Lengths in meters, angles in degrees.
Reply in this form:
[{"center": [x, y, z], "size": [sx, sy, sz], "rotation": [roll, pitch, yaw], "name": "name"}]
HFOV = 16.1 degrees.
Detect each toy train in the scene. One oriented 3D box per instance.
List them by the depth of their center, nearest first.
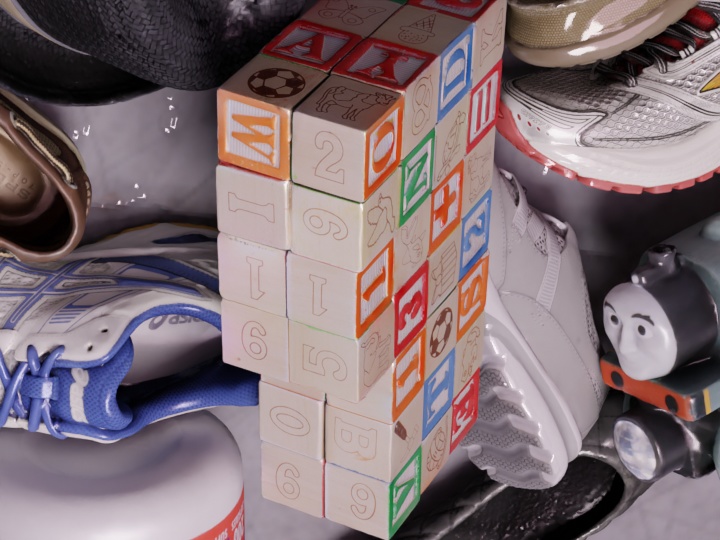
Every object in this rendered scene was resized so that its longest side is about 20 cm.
[{"center": [0.183, 0.013, 1.084], "size": [0.199, 0.085, 0.115], "rotation": [-26, 118, -27], "name": "toy train"}]

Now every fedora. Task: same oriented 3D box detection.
[{"center": [-0.069, -0.137, 0.902], "size": [0.200, 0.092, 0.201], "rotation": [-22, 130, -28], "name": "fedora"}]

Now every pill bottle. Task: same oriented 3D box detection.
[{"center": [-0.101, 0.156, 1.043], "size": [0.112, 0.113, 0.201], "rotation": [-9, 117, -16], "name": "pill bottle"}]

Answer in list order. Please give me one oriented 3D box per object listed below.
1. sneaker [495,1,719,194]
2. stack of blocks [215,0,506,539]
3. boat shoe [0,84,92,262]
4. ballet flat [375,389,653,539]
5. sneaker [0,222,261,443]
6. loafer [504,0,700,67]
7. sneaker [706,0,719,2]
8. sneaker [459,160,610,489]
[{"center": [0.140, -0.091, 1.039], "size": [0.199, 0.078, 0.083], "rotation": [-18, 125, -22], "name": "sneaker"}, {"center": [0.000, 0.000, 0.953], "size": [0.115, 0.058, 0.201], "rotation": [-48, 147, -47], "name": "stack of blocks"}, {"center": [-0.182, -0.065, 0.925], "size": [0.202, 0.075, 0.075], "rotation": [26, 102, -24], "name": "boat shoe"}, {"center": [0.065, 0.118, 1.119], "size": [0.199, 0.057, 0.067], "rotation": [-33, 121, -4], "name": "ballet flat"}, {"center": [-0.125, 0.029, 0.989], "size": [0.199, 0.088, 0.076], "rotation": [-11, 119, -14], "name": "sneaker"}, {"center": [0.126, -0.160, 1.005], "size": [0.200, 0.076, 0.068], "rotation": [-42, 121, -9], "name": "loafer"}, {"center": [0.186, -0.132, 0.958], "size": [0.199, 0.080, 0.071], "rotation": [-6, 116, -28], "name": "sneaker"}, {"center": [0.048, -0.010, 1.059], "size": [0.082, 0.074, 0.201], "rotation": [-44, 123, -37], "name": "sneaker"}]
